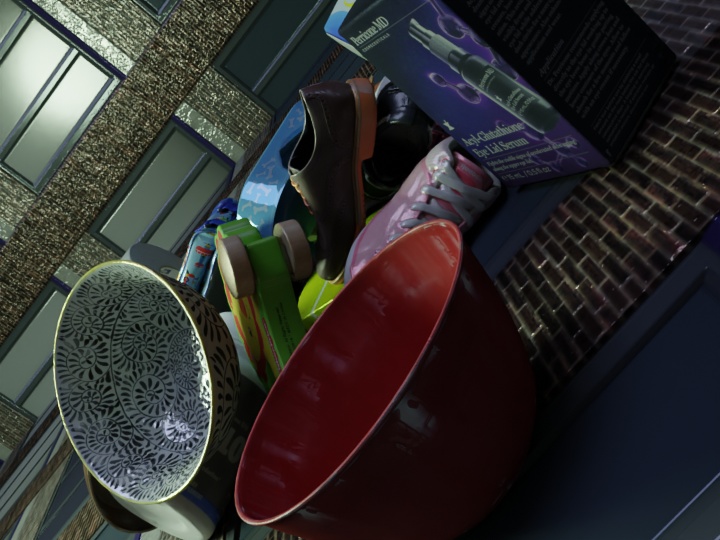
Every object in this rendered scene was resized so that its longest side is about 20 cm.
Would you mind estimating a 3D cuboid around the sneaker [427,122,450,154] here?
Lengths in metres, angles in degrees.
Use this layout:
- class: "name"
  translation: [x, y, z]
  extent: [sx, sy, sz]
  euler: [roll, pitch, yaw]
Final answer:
- class: "sneaker"
  translation: [0.081, -0.147, 0.940]
  extent: [0.199, 0.080, 0.075]
  euler: [-32, 24, 54]

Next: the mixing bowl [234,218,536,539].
- class: "mixing bowl"
  translation: [0.028, 0.083, 0.534]
  extent: [0.200, 0.108, 0.201]
  euler: [-47, 17, 19]

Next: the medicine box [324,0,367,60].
- class: "medicine box"
  translation: [0.078, -0.307, 0.996]
  extent: [0.202, 0.102, 0.182]
  euler: [-60, 35, 8]

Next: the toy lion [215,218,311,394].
- class: "toy lion"
  translation: [-0.077, 0.051, 0.786]
  extent: [0.068, 0.203, 0.192]
  euler: [-17, -6, -17]

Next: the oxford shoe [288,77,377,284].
- class: "oxford shoe"
  translation: [-0.034, -0.078, 0.848]
  extent: [0.071, 0.072, 0.203]
  euler: [-125, 35, -57]

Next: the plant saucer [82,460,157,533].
- class: "plant saucer"
  translation: [-0.214, 0.163, 0.943]
  extent: [0.034, 0.201, 0.202]
  euler: [9, 54, 28]

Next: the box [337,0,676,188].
- class: "box"
  translation: [0.104, -0.169, 0.688]
  extent: [0.105, 0.199, 0.148]
  euler: [-56, 16, -14]

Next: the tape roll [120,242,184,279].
- class: "tape roll"
  translation: [-0.245, 0.053, 1.233]
  extent: [0.066, 0.200, 0.201]
  euler: [-49, 16, 10]

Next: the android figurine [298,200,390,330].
- class: "android figurine"
  translation: [0.000, 0.000, 0.927]
  extent: [0.200, 0.041, 0.183]
  euler: [-36, 23, 46]

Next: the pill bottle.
- class: "pill bottle"
  translation: [-0.150, 0.148, 0.905]
  extent: [0.113, 0.113, 0.201]
  euler: [-30, 28, 55]

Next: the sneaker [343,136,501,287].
- class: "sneaker"
  translation: [0.056, -0.042, 0.784]
  extent: [0.105, 0.075, 0.201]
  euler: [-42, 14, 51]

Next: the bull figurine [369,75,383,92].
- class: "bull figurine"
  translation: [0.044, -0.216, 1.155]
  extent: [0.199, 0.066, 0.121]
  euler: [-33, 4, -29]

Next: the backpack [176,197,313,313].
- class: "backpack"
  translation: [-0.130, 0.003, 1.088]
  extent: [0.200, 0.133, 0.184]
  euler: [-73, 6, -65]

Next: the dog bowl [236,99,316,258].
- class: "dog bowl"
  translation: [-0.059, -0.090, 0.914]
  extent: [0.201, 0.049, 0.112]
  euler: [-62, -26, -30]

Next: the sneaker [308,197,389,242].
- class: "sneaker"
  translation: [-0.033, -0.062, 1.021]
  extent: [0.198, 0.072, 0.080]
  euler: [-23, -19, -34]

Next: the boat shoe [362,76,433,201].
- class: "boat shoe"
  translation: [0.026, -0.112, 0.883]
  extent: [0.201, 0.074, 0.061]
  euler: [103, 175, -64]

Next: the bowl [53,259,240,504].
- class: "bowl"
  translation: [-0.166, 0.089, 0.799]
  extent: [0.201, 0.202, 0.094]
  euler: [-43, -20, 31]
